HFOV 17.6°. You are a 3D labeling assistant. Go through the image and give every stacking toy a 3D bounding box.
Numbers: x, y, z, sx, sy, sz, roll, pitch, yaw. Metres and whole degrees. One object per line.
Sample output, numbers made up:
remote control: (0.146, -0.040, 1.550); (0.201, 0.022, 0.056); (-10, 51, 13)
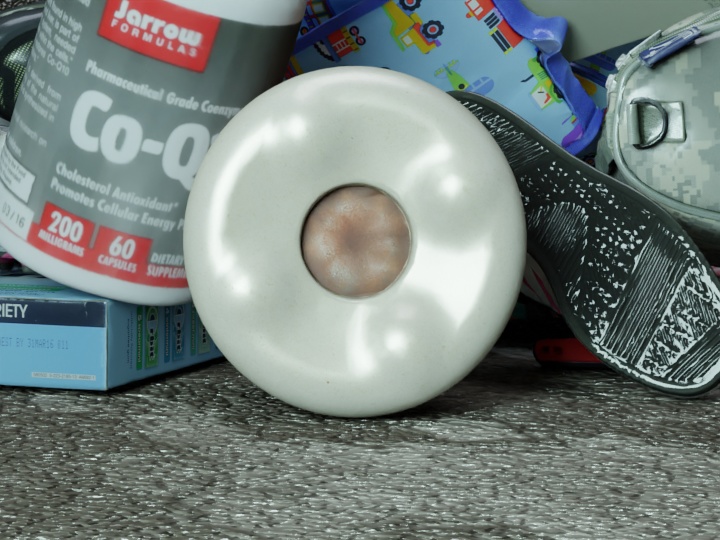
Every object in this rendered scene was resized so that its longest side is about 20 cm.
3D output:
stacking toy: (-0.006, -0.011, 1.055); (0.145, 0.148, 0.200); (1, -1, -3)

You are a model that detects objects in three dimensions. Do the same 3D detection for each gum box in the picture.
gum box: (-0.163, 0.024, 1.151); (0.168, 0.045, 0.200); (2, 5, 17)

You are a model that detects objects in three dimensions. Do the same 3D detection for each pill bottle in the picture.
pill bottle: (-0.090, -0.097, 1.044); (0.113, 0.201, 0.114); (17, 19, -6)

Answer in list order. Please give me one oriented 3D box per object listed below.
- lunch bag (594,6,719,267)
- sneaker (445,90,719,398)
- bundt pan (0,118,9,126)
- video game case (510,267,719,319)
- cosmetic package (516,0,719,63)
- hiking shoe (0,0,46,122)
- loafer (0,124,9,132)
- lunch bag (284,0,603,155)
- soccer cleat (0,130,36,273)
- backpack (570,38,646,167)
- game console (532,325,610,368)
lunch bag: (0.204, -0.066, 1.190); (0.166, 0.141, 0.200); (-4, -5, 3)
sneaker: (0.111, 0.000, 1.127); (0.200, 0.084, 0.121); (43, 2, 25)
bundt pan: (-0.266, -0.054, 1.359); (0.200, 0.076, 0.202); (-24, -12, -6)
video game case: (0.125, 0.013, 1.328); (0.198, 0.018, 0.143); (-4, 2, 21)
cosmetic package: (0.129, -0.178, 1.250); (0.199, 0.106, 0.071); (-17, -43, 41)
hiking shoe: (-0.105, -0.076, 1.171); (0.198, 0.076, 0.101); (18, 17, -15)
loafer: (-0.153, -0.047, 1.249); (0.199, 0.068, 0.071); (7, 43, -14)
lunch bag: (0.024, -0.096, 1.262); (0.199, 0.151, 0.095); (-20, 38, 30)
soccer cleat: (-0.175, -0.041, 1.130); (0.069, 0.087, 0.199); (4, 5, 37)
backpack: (0.113, -0.080, 1.410); (0.182, 0.135, 0.200); (30, -27, -18)
game console: (0.198, 0.035, 1.228); (0.175, 0.031, 0.200); (-4, 2, 20)
